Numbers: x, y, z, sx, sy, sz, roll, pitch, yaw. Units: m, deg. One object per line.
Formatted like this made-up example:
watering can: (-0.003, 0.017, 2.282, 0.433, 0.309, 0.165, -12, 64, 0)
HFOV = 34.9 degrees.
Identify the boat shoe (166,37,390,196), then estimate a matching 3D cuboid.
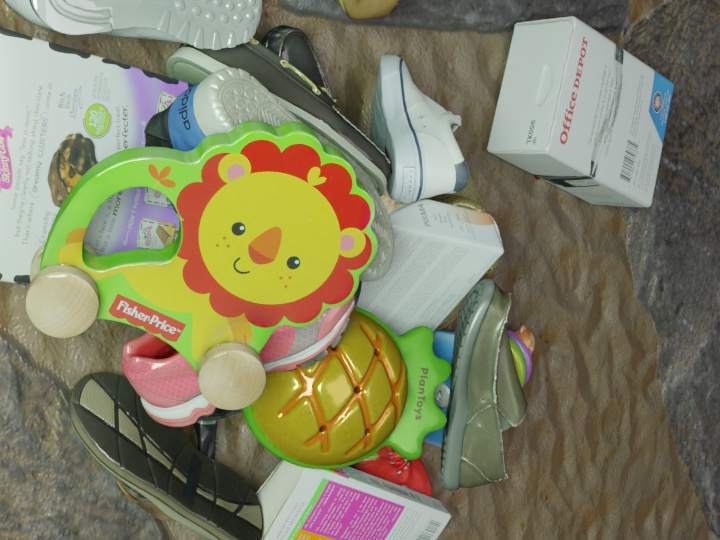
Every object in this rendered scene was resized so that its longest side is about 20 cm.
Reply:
boat shoe: (-0.056, -0.132, 0.920, 0.200, 0.072, 0.061, 33, 60, -3)

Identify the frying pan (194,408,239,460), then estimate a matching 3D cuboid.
frying pan: (-0.113, 0.101, 0.961, 0.114, 0.031, 0.191, -24, 123, -28)

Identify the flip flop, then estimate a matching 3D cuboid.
flip flop: (-0.158, 0.161, 0.909, 0.200, 0.057, 0.081, 44, 35, -27)

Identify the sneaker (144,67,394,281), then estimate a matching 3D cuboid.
sneaker: (-0.070, -0.055, 0.840, 0.200, 0.111, 0.077, 41, 49, -30)

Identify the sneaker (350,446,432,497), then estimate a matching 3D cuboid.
sneaker: (0.021, 0.159, 1.058, 0.077, 0.085, 0.201, -44, 121, -28)

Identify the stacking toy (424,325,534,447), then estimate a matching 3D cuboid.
stacking toy: (0.129, 0.098, 1.156, 0.200, 0.109, 0.117, -19, 115, -54)

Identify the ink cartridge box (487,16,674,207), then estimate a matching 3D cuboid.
ink cartridge box: (0.238, -0.165, 1.224, 0.199, 0.084, 0.146, 19, 81, -43)

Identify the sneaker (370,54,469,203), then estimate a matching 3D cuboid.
sneaker: (0.050, -0.122, 1.000, 0.070, 0.201, 0.073, 2, 130, -9)

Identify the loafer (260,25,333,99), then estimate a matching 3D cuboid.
loafer: (-0.035, -0.112, 0.987, 0.073, 0.072, 0.201, -29, 113, -36)

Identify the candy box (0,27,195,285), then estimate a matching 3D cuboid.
candy box: (-0.206, -0.069, 0.836, 0.199, 0.071, 0.169, 11, 87, -43)

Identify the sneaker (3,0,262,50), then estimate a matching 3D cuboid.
sneaker: (-0.164, -0.206, 0.848, 0.199, 0.080, 0.077, -2, 99, -40)

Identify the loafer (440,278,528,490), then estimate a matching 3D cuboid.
loafer: (0.114, 0.103, 1.016, 0.075, 0.069, 0.201, -81, 177, -68)

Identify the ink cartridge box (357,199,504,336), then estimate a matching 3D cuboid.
ink cartridge box: (0.000, 0.000, 0.994, 0.199, 0.162, 0.050, 14, 43, -29)

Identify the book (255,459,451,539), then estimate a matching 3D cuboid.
book: (-0.021, 0.242, 1.023, 0.200, 0.048, 0.134, 30, 98, -42)

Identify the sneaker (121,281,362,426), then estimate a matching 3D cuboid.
sneaker: (-0.088, 0.041, 0.858, 0.199, 0.074, 0.087, -33, 139, -2)

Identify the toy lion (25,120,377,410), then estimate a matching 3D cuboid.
toy lion: (-0.096, -0.019, 0.763, 0.199, 0.069, 0.192, 25, 105, -20)

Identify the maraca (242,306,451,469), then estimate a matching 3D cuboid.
maraca: (-0.009, 0.096, 0.951, 0.199, 0.107, 0.138, 8, 89, -30)

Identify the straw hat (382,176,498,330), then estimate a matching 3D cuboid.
straw hat: (0.085, -0.029, 1.097, 0.200, 0.085, 0.203, -5, 97, -42)

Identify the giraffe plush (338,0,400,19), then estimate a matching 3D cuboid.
giraffe plush: (0.010, -0.336, 0.976, 0.200, 0.173, 0.162, 47, 46, 4)
